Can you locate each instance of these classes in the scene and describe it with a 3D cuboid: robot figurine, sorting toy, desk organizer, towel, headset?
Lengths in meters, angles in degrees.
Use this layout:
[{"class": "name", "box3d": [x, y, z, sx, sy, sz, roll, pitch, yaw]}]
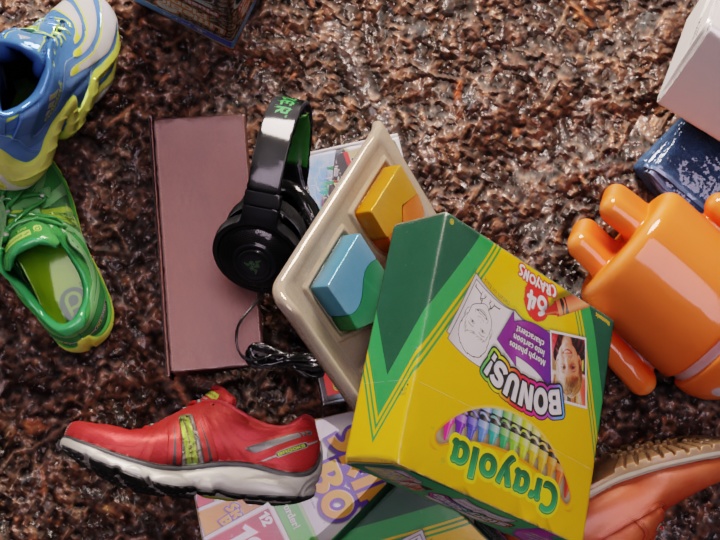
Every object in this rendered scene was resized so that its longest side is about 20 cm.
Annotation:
[{"class": "robot figurine", "box3d": [0.256, 0.019, 0.941, 0.200, 0.117, 0.144, 42, 72, 2]}, {"class": "sorting toy", "box3d": [0.027, 0.018, 0.871, 0.186, 0.036, 0.201, 56, 42, -30]}, {"class": "desk organizer", "box3d": [-0.122, -0.018, 0.944, 0.076, 0.072, 0.203, -4, 83, -7]}, {"class": "towel", "box3d": [0.331, -0.052, 0.991, 0.200, 0.049, 0.112, 45, 81, 3]}, {"class": "headset", "box3d": [-0.052, -0.022, 0.867, 0.093, 0.124, 0.203, 12, 106, 4]}]

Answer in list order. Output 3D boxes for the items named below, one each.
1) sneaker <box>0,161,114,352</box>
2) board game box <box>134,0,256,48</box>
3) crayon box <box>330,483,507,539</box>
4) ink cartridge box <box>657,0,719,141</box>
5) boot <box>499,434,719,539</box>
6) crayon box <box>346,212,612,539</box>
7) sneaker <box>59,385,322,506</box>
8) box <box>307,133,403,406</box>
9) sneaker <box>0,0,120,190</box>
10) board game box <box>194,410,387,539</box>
[{"class": "sneaker", "box3d": [-0.253, -0.032, 0.930, 0.074, 0.084, 0.202, -31, 85, -7]}, {"class": "board game box", "box3d": [-0.109, -0.289, 0.914, 0.096, 0.200, 0.161, 25, 82, -1]}, {"class": "crayon box", "box3d": [0.054, 0.272, 0.902, 0.200, 0.058, 0.173, 45, 97, 1]}, {"class": "ink cartridge box", "box3d": [0.352, -0.150, 0.956, 0.198, 0.085, 0.145, 31, 45, 1]}, {"class": "boot", "box3d": [0.211, 0.198, 0.943, 0.198, 0.075, 0.109, -22, 88, 2]}, {"class": "crayon box", "box3d": [0.092, 0.083, 0.845, 0.199, 0.058, 0.175, 29, 63, -36]}, {"class": "sneaker", "box3d": [-0.126, 0.129, 0.909, 0.197, 0.077, 0.086, 8, 71, -8]}, {"class": "box", "box3d": [0.000, 0.000, 0.968, 0.108, 0.035, 0.203, -12, 84, -5]}, {"class": "sneaker", "box3d": [-0.234, -0.160, 0.911, 0.075, 0.105, 0.202, 18, 58, -4]}, {"class": "board game box", "box3d": [-0.034, 0.167, 0.949, 0.197, 0.030, 0.097, -12, 84, -8]}]
